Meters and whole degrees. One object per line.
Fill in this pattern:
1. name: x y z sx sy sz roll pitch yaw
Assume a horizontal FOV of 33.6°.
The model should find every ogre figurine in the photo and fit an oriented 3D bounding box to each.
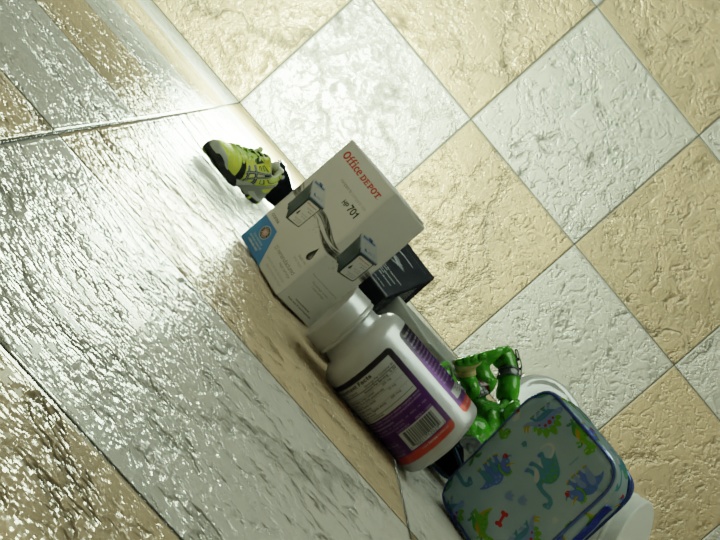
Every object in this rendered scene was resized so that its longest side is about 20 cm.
1. ogre figurine: 0.162 0.167 1.555 0.200 0.097 0.121 3 73 -75

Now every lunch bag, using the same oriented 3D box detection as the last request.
1. lunch bag: 0.205 0.257 1.379 0.161 0.200 0.082 50 11 36

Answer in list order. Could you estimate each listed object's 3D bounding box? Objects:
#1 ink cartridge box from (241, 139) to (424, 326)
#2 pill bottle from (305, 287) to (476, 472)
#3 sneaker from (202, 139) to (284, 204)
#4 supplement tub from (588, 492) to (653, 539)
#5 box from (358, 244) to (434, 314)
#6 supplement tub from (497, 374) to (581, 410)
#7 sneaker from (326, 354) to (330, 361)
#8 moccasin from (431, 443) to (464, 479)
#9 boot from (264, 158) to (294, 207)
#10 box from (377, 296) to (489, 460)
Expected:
1. ink cartridge box: -0.038 -0.050 1.546 0.086 0.200 0.147 45 5 -42
2. pill bottle: 0.031 0.121 1.362 0.200 0.111 0.111 49 4 -5
3. sneaker: -0.190 -0.177 1.925 0.076 0.076 0.200 53 6 21
4. supplement tub: 0.257 0.310 1.523 0.199 0.133 0.132 25 -10 33
5. box: 0.000 0.000 1.765 0.148 0.104 0.200 52 23 11
6. supplement tub: 0.236 0.253 1.757 0.123 0.122 0.201 50 -35 19
7. sneaker: -0.026 0.087 1.532 0.082 0.072 0.200 25 -5 19
8. moccasin: 0.081 0.190 1.512 0.200 0.080 0.068 46 9 -29
9. boot: -0.116 -0.118 2.173 0.168 0.076 0.200 45 -1 -9
10. box: 0.093 0.162 1.673 0.200 0.106 0.152 47 4 -27
